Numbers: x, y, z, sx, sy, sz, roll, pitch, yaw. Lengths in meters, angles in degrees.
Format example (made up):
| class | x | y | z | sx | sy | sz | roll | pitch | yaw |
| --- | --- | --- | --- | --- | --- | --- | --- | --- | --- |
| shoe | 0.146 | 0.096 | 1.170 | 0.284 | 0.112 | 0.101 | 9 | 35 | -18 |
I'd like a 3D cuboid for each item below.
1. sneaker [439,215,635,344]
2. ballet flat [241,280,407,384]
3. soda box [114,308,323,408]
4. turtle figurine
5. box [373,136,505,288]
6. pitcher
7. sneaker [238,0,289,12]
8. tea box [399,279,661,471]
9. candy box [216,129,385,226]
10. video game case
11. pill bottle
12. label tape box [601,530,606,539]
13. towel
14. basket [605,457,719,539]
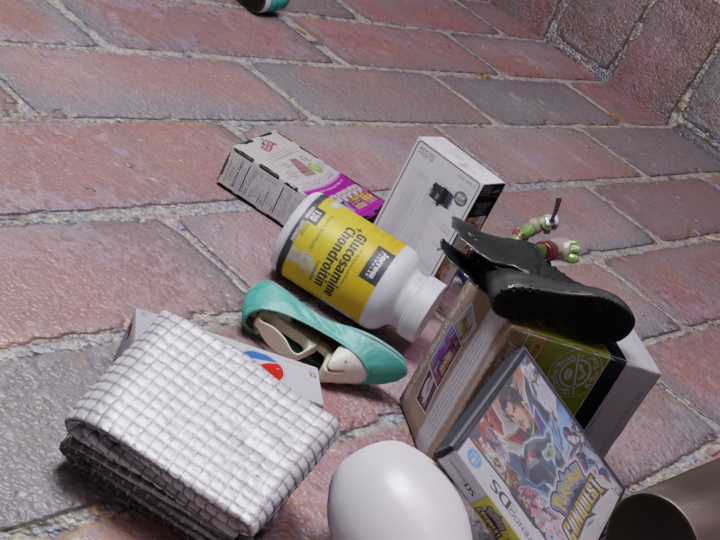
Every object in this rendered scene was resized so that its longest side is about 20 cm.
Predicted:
| class | x | y | z | sx | sy | sz | roll | pitch | yaw |
| --- | --- | --- | --- | --- | --- | --- | --- | --- | --- |
| sneaker | 0.182 | 0.009 | 1.404 | 0.199 | 0.060 | 0.104 | 13 | 33 | -21 |
| ballet flat | -0.047 | 0.086 | 1.513 | 0.199 | 0.067 | 0.071 | 29 | 48 | 3 |
| soda box | -0.139 | 0.109 | 1.348 | 0.199 | 0.064 | 0.068 | 19 | 25 | -18 |
| turtle figurine | 0.254 | 0.002 | 1.902 | 0.193 | 0.199 | 0.145 | 2 | 69 | -53 |
| box | 0.085 | -0.058 | 1.760 | 0.116 | 0.201 | 0.060 | 38 | 24 | 26 |
| pitcher | 0.062 | 0.260 | 1.221 | 0.171 | 0.121 | 0.200 | 28 | 27 | -50 |
| sneaker | -0.196 | -0.559 | 2.602 | 0.120 | 0.084 | 0.200 | -8 | 50 | -47 |
| tea box | 0.179 | 0.126 | 1.489 | 0.196 | 0.201 | 0.134 | 17 | 27 | -22 |
| candy box | -0.076 | -0.104 | 1.848 | 0.200 | 0.061 | 0.136 | 34 | 25 | 11 |
| video game case | 0.166 | 0.191 | 1.296 | 0.181 | 0.025 | 0.200 | 54 | 36 | -5 |
| pill bottle | 0.000 | 0.000 | 1.657 | 0.199 | 0.112 | 0.112 | 32 | 24 | 9 |
| label tape box | 0.216 | 0.305 | 1.338 | 0.200 | 0.063 | 0.144 | 40 | 27 | 25 |
| towel | -0.138 | 0.147 | 1.199 | 0.199 | 0.086 | 0.166 | 31 | 42 | 8 |
| basket | 0.344 | 0.253 | 1.335 | 0.199 | 0.137 | 0.180 | -6 | -3 | -40 |
